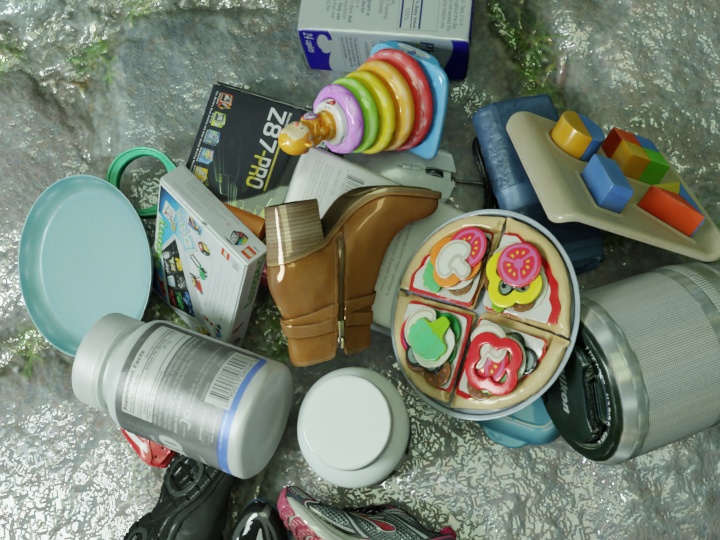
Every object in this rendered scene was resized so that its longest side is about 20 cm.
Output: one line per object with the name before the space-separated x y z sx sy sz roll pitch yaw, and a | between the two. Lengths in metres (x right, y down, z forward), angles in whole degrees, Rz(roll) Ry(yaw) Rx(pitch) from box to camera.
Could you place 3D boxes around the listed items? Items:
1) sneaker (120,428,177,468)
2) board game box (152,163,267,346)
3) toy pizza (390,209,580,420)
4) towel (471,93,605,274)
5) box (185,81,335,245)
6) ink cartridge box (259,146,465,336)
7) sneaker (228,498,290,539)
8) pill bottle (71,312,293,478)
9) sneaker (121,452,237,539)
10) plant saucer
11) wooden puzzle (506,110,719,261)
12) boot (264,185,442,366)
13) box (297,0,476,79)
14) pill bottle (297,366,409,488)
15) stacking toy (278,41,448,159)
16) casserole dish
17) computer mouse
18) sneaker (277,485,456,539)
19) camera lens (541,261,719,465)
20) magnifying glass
sneaker | -0.173 0.159 0.917 0.195 0.078 0.119 5 87 18
board game box | -0.164 -0.001 0.882 0.126 0.201 0.034 44 56 12
toy pizza | 0.110 0.038 0.796 0.196 0.032 0.205 -10 72 31
towel | 0.193 -0.090 0.925 0.109 0.048 0.204 -10 78 -26
box | -0.124 -0.099 0.971 0.158 0.049 0.204 18 81 6
ink cartridge box | 0.002 -0.022 0.902 0.196 0.083 0.149 22 80 -8
sneaker | -0.129 0.337 0.860 0.069 0.083 0.203 22 80 9
pill bottle | -0.175 0.116 0.824 0.196 0.114 0.116 17 79 18
sneaker | -0.173 0.255 0.880 0.201 0.090 0.076 -53 35 6
plant saucer | -0.306 -0.004 0.946 0.196 0.027 0.206 1 93 25
wooden puzzle | 0.263 -0.099 0.857 0.195 0.047 0.187 10 39 -18
boot | 0.000 0.000 0.827 0.196 0.073 0.159 -13 99 -22
box | 0.039 -0.333 0.979 0.195 0.105 0.189 6 78 7
pill bottle | -0.004 0.156 0.828 0.108 0.200 0.114 -1 76 4
stacking toy | -0.009 -0.160 0.869 0.115 0.112 0.198 32 42 33
casserole dish | 0.185 0.090 0.909 0.119 0.039 0.204 18 79 8
computer mouse | 0.071 -0.109 0.959 0.195 0.044 0.113 3 79 6
sneaker | 0.006 0.272 0.869 0.197 0.081 0.076 26 64 -4
camera lens | 0.280 0.087 0.818 0.196 0.160 0.163 -15 76 -17
magnifying glass | -0.196 -0.080 0.940 0.196 0.022 0.081 22 83 10
